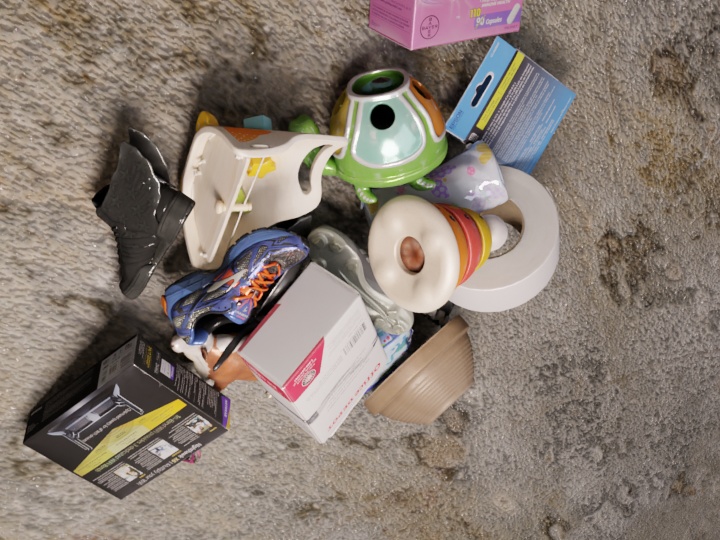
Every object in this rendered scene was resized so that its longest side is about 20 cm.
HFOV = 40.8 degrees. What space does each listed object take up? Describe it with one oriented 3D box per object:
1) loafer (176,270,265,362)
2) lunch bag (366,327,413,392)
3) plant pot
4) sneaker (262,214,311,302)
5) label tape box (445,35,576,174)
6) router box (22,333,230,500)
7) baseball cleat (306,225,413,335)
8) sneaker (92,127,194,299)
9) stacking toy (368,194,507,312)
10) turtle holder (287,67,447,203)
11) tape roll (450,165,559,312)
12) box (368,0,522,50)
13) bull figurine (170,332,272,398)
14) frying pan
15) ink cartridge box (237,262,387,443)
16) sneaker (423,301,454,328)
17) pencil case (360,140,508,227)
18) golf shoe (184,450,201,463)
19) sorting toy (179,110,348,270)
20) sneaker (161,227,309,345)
[{"bbox_3d":[-0.176,0.037,1.236,0.075,0.069,0.200,12,125,-48],"label":"loafer"},{"bbox_3d":[-0.019,0.133,1.384,0.199,0.083,0.161,-35,161,-16],"label":"lunch bag"},{"bbox_3d":[0.105,0.167,1.455,0.200,0.093,0.201,-41,171,-8],"label":"plant pot"},{"bbox_3d":[-0.086,0.018,1.298,0.104,0.060,0.201,-32,130,-12],"label":"sneaker"},{"bbox_3d":[0.197,-0.233,1.362,0.199,0.066,0.144,22,102,-42],"label":"label tape box"},{"bbox_3d":[-0.281,0.182,1.171,0.199,0.053,0.157,-33,125,21],"label":"router box"},{"bbox_3d":[0.000,0.000,1.292,0.069,0.107,0.200,-27,119,24],"label":"baseball cleat"},{"bbox_3d":[-0.258,-0.059,1.096,0.104,0.060,0.200,31,128,-12],"label":"sneaker"},{"bbox_3d":[0.119,-0.038,1.251,0.199,0.145,0.148,-18,128,-44],"label":"stacking toy"},{"bbox_3d":[0.015,-0.179,1.213,0.141,0.184,0.133,-59,147,-40],"label":"turtle holder"},{"bbox_3d":[0.181,-0.047,1.363,0.202,0.202,0.071,-40,151,-10],"label":"tape roll"},{"bbox_3d":[0.111,-0.388,1.167,0.174,0.097,0.202,-16,126,-30],"label":"box"},{"bbox_3d":[-0.156,0.116,1.231,0.198,0.065,0.122,0,137,-39],"label":"bull figurine"},{"bbox_3d":[-0.107,0.038,1.163,0.115,0.031,0.191,-53,-174,37],"label":"frying pan"},{"bbox_3d":[-0.053,0.107,1.199,0.146,0.083,0.200,-50,154,-15],"label":"ink cartridge box"},{"bbox_3d":[0.088,0.013,1.435,0.200,0.066,0.091,32,92,-49],"label":"sneaker"},{"bbox_3d":[0.101,-0.099,1.314,0.198,0.083,0.091,-25,106,3],"label":"pencil case"},{"bbox_3d":[-0.256,0.161,1.259,0.093,0.072,0.201,-63,140,-34],"label":"golf shoe"},{"bbox_3d":[-0.107,-0.110,1.135,0.178,0.107,0.201,-8,146,-32],"label":"sorting toy"},{"bbox_3d":[-0.138,0.022,1.122,0.199,0.079,0.075,-33,148,17],"label":"sneaker"}]
